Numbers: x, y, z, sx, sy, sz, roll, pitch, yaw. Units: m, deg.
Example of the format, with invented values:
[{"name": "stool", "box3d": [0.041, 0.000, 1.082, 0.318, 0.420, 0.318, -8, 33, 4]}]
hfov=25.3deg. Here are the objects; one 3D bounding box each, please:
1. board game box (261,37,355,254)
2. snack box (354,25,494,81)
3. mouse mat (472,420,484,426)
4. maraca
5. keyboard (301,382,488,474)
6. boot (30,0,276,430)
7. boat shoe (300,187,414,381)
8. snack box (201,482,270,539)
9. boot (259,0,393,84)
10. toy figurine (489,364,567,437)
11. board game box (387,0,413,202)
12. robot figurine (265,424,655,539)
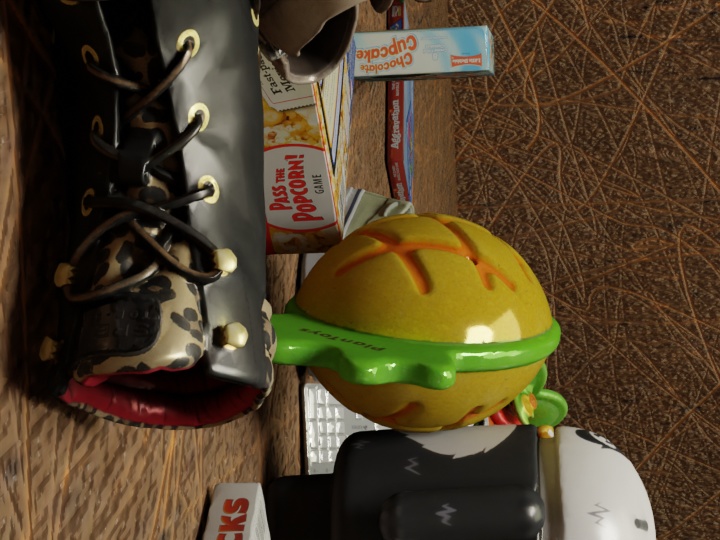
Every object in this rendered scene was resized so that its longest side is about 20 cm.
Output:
[{"name": "board game box", "box3d": [-0.037, -0.130, 0.812, 0.201, 0.046, 0.153, 80, 10, -51]}, {"name": "snack box", "box3d": [0.050, -0.175, 1.308, 0.200, 0.114, 0.038, -41, 129, -81]}, {"name": "mouse mat", "box3d": [0.027, 0.204, 0.987, 0.162, 0.007, 0.201, 117, -6, -52]}, {"name": "maraca", "box3d": [0.022, 0.029, 0.792, 0.199, 0.135, 0.109, -14, 110, -62]}, {"name": "keyboard", "box3d": [0.027, 0.103, 1.032, 0.199, 0.011, 0.057, 7, 83, -52]}, {"name": "boot", "box3d": [-0.062, -0.044, 0.453, 0.200, 0.072, 0.153, 90, -2, -74]}, {"name": "boat shoe", "box3d": [0.000, 0.000, 1.026, 0.201, 0.061, 0.073, -80, 166, -58]}, {"name": "snack box", "box3d": [-0.056, 0.175, 0.625, 0.201, 0.024, 0.073, -83, 169, -57]}, {"name": "boot", "box3d": [-0.035, -0.149, 0.534, 0.147, 0.070, 0.200, 62, -6, 8]}, {"name": "toy figurine", "box3d": [0.090, 0.171, 1.175, 0.199, 0.149, 0.186, 26, 48, -44]}, {"name": "board game box", "box3d": [0.042, -0.169, 1.662, 0.103, 0.019, 0.202, 74, 15, -59]}, {"name": "robot figurine", "box3d": [0.051, 0.140, 0.824, 0.151, 0.197, 0.126, -75, 161, -68]}]
